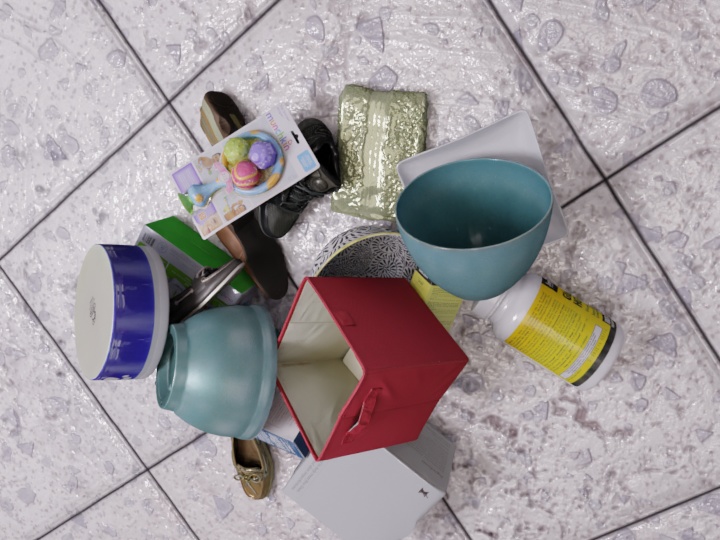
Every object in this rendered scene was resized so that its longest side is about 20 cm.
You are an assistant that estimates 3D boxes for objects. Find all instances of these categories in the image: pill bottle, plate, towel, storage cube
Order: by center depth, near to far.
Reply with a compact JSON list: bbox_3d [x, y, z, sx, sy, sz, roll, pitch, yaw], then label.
[{"bbox_3d":[0.004,0.124,0.808,0.200,0.178,0.172,54,130,40],"label":"storage cube"},{"bbox_3d":[0.267,0.077,0.857,0.199,0.112,0.113,32,109,4],"label":"pill bottle"},{"bbox_3d":[0.179,-0.107,0.862,0.198,0.032,0.201,-21,109,17],"label":"plate"},{"bbox_3d":[0.029,-0.175,0.895,0.147,0.036,0.202,9,106,11],"label":"towel"}]

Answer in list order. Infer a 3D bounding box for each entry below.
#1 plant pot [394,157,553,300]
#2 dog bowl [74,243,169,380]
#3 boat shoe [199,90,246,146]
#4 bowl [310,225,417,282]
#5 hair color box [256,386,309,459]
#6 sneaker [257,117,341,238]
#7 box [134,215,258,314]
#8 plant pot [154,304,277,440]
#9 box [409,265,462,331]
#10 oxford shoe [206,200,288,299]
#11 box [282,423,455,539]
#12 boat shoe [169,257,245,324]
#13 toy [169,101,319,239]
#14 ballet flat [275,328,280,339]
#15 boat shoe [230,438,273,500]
[{"bbox_3d":[0.153,-0.040,0.786,0.198,0.201,0.136,-2,131,15],"label":"plant pot"},{"bbox_3d":[-0.360,0.062,0.876,0.199,0.078,0.202,-6,82,50],"label":"dog bowl"},{"bbox_3d":[-0.198,-0.185,0.919,0.076,0.071,0.201,-48,59,39],"label":"boat shoe"},{"bbox_3d":[0.000,0.000,0.898,0.199,0.094,0.202,-15,134,-16],"label":"bowl"},{"bbox_3d":[-0.153,0.223,0.971,0.198,0.100,0.061,13,142,31],"label":"hair color box"},{"bbox_3d":[-0.094,-0.123,0.896,0.076,0.114,0.200,20,112,-33],"label":"sneaker"},{"bbox_3d":[-0.301,0.040,1.000,0.199,0.097,0.177,34,110,4],"label":"box"},{"bbox_3d":[-0.221,0.143,0.859,0.133,0.200,0.202,10,111,-30],"label":"plant pot"},{"bbox_3d":[0.094,0.089,0.902,0.075,0.050,0.202,3,117,-30],"label":"box"},{"bbox_3d":[-0.188,-0.037,0.980,0.071,0.071,0.201,-25,97,46],"label":"oxford shoe"},{"bbox_3d":[0.016,0.325,0.965,0.199,0.131,0.200,37,114,3],"label":"box"},{"bbox_3d":[-0.262,0.036,0.907,0.200,0.067,0.057,-40,96,20],"label":"boat shoe"},{"bbox_3d":[-0.171,-0.145,0.827,0.199,0.047,0.116,-32,80,7],"label":"toy"},{"bbox_3d":[-0.132,0.158,1.005,0.199,0.067,0.064,34,119,5],"label":"ballet flat"},{"bbox_3d":[-0.206,0.334,1.067,0.072,0.063,0.202,-4,103,15],"label":"boat shoe"}]
